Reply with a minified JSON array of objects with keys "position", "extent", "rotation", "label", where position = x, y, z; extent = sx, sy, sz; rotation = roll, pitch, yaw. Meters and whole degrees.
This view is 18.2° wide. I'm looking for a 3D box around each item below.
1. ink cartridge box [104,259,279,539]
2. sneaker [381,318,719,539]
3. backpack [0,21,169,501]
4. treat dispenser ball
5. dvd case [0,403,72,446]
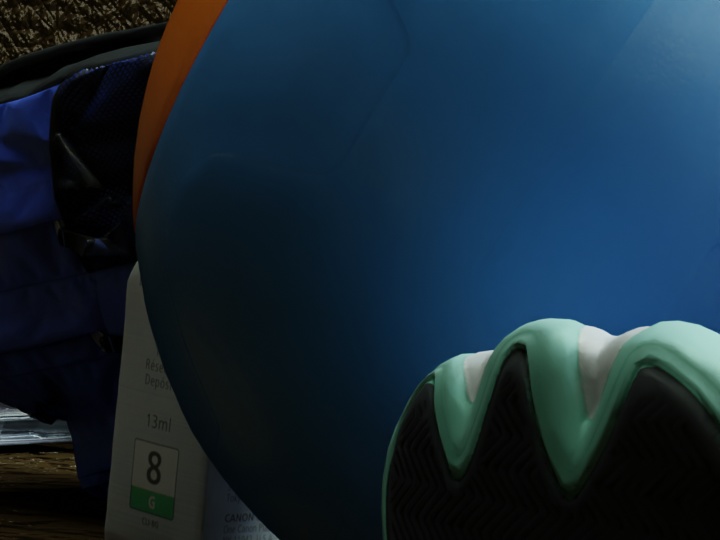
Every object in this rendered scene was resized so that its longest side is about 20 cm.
[{"position":[0.008,-0.017,0.644],"extent":[0.050,0.201,0.160],"rotation":[6,2,44],"label":"ink cartridge box"},{"position":[0.111,0.057,0.362],"extent":[0.199,0.078,0.140],"rotation":[15,7,41],"label":"sneaker"},{"position":[-0.054,-0.003,0.766],"extent":[0.199,0.169,0.162],"rotation":[-4,-7,38],"label":"backpack"},{"position":[0.049,-0.015,0.504],"extent":[0.200,0.202,0.201],"rotation":[3,0,0],"label":"treat dispenser ball"},{"position":[-0.239,0.064,0.997],"extent":[0.199,0.016,0.148],"rotation":[4,2,43],"label":"dvd case"}]
